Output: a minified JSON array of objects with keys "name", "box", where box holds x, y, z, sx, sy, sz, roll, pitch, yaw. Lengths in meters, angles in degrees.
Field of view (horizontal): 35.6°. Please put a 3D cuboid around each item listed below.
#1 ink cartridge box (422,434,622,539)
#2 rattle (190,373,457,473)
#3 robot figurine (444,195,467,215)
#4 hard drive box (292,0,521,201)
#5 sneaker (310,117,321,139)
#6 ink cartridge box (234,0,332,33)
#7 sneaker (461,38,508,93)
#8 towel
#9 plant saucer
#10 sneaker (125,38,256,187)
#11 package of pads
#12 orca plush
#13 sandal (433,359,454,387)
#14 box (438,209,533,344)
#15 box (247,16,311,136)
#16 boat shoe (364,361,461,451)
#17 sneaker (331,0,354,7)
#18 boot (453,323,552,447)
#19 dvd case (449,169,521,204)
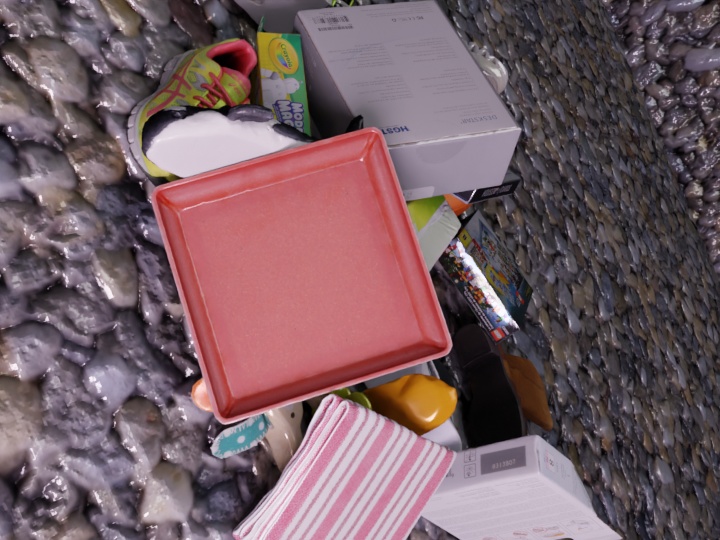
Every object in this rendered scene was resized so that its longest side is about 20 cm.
[{"name":"ink cartridge box","box":[0.157,0.241,1.166,0.200,0.162,0.057,36,45,-45]},{"name":"rattle","box":[-0.026,0.121,0.954,0.200,0.143,0.130,43,49,-48]},{"name":"robot figurine","box":[0.093,-0.123,1.338,0.116,0.144,0.200,33,-2,3]},{"name":"hard drive box","box":[0.036,-0.166,1.076,0.155,0.077,0.200,-10,52,-21]},{"name":"sneaker","box":[-0.005,-0.137,1.243,0.074,0.084,0.200,26,47,-53]},{"name":"ink cartridge box","box":[-0.098,-0.378,1.252,0.144,0.084,0.200,42,37,-33]},{"name":"sneaker","box":[0.069,-0.227,1.292,0.075,0.199,0.081,96,9,-57]},{"name":"towel","box":[-0.006,0.190,0.953,0.030,0.147,0.200,35,1,40]},{"name":"plant saucer","box":[-0.049,0.003,0.918,0.037,0.199,0.200,116,-44,-77]},{"name":"sneaker","box":[-0.142,-0.145,0.993,0.078,0.090,0.200,49,33,-35]},{"name":"package of pads","box":[0.000,0.000,1.071,0.068,0.154,0.200,55,28,-7]},{"name":"orca plush","box":[-0.093,-0.122,0.939,0.200,0.105,0.071,-9,56,-22]},{"name":"sandal","box":[0.059,0.080,1.233,0.200,0.048,0.075,46,33,-36]},{"name":"box","box":[0.162,0.003,1.437,0.137,0.038,0.200,56,18,-3]},{"name":"box","box":[-0.081,-0.134,1.074,0.048,0.117,0.200,-1,61,-14]},{"name":"boat shoe","box":[0.048,0.111,1.166,0.200,0.072,0.068,60,9,-15]},{"name":"sneaker","box":[-0.036,-0.339,1.345,0.072,0.083,0.200,32,43,-48]},{"name":"boot","box":[0.191,0.176,1.405,0.200,0.068,0.189,35,28,-54]},{"name":"dvd case","box":[0.060,-0.134,1.169,0.200,0.025,0.150,35,21,16]}]
